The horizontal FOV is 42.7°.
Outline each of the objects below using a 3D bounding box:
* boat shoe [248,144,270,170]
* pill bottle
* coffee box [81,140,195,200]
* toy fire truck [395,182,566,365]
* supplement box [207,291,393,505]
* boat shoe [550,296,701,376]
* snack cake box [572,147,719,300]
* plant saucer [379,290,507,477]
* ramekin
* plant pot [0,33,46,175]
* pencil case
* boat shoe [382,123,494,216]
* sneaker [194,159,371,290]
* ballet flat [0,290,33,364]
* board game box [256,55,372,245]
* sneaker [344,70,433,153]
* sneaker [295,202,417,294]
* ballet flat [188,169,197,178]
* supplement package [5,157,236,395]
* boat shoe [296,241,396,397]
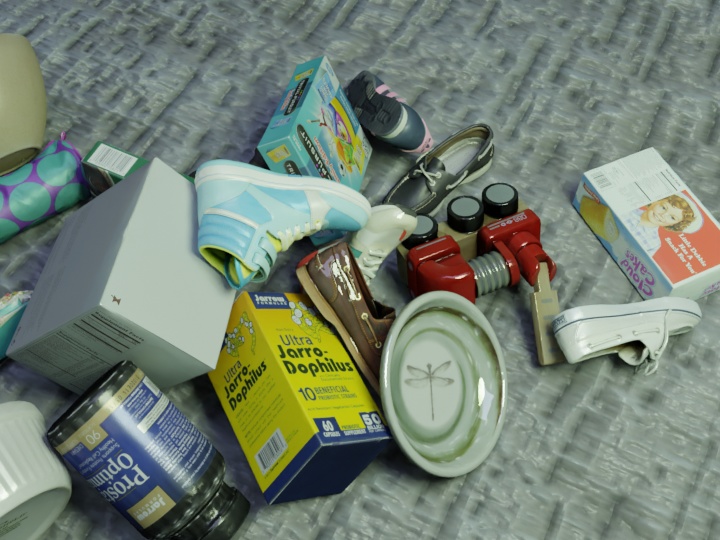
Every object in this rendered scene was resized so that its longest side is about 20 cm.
[{"bbox_3d":[-0.091,-0.147,1.190,0.066,0.057,0.200,26,26,8],"label":"boat shoe"},{"bbox_3d":[-0.208,0.197,0.929,0.200,0.112,0.112,48,62,-9],"label":"pill bottle"},{"bbox_3d":[-0.247,-0.077,1.154,0.199,0.123,0.044,23,56,12],"label":"coffee box"},{"bbox_3d":[0.158,0.018,1.105,0.175,0.129,0.200,-21,45,-14],"label":"toy fire truck"},{"bbox_3d":[-0.074,0.133,0.994,0.108,0.110,0.201,4,44,-46],"label":"supplement box"},{"bbox_3d":[0.321,0.084,1.071,0.200,0.075,0.087,-2,64,-25],"label":"boat shoe"},{"bbox_3d":[0.379,-0.054,1.182,0.114,0.067,0.201,-19,58,-16],"label":"snack cake box"},{"bbox_3d":[0.083,0.125,1.018,0.050,0.200,0.201,-12,39,47],"label":"plant saucer"},{"bbox_3d":[-0.376,0.231,0.900,0.202,0.203,0.094,-39,76,-24],"label":"ramekin"},{"bbox_3d":[-0.496,-0.199,1.212,0.199,0.200,0.135,-29,91,-20],"label":"plant pot"},{"bbox_3d":[-0.448,-0.094,1.183,0.199,0.085,0.093,-30,90,-21],"label":"pencil case"},{"bbox_3d":[0.104,-0.129,1.233,0.199,0.061,0.074,-33,62,-21],"label":"boat shoe"},{"bbox_3d":[-0.085,-0.035,0.989,0.198,0.080,0.132,9,67,-16],"label":"sneaker"},{"bbox_3d":[-0.454,0.091,1.077,0.199,0.076,0.064,-35,32,-27],"label":"ballet flat"},{"bbox_3d":[-0.051,-0.155,1.165,0.047,0.152,0.201,-14,35,23],"label":"board game box"},{"bbox_3d":[0.036,-0.215,1.285,0.070,0.082,0.200,-51,33,14],"label":"sneaker"},{"bbox_3d":[-0.001,0.000,1.084,0.070,0.199,0.094,17,53,-39],"label":"sneaker"},{"bbox_3d":[-0.143,-0.098,1.193,0.198,0.068,0.069,13,89,9],"label":"ballet flat"},{"bbox_3d":[-0.250,0.021,1.014,0.199,0.147,0.193,-23,43,40],"label":"supplement package"},{"bbox_3d":[0.009,0.062,1.031,0.070,0.201,0.070,-31,18,5],"label":"boat shoe"}]
